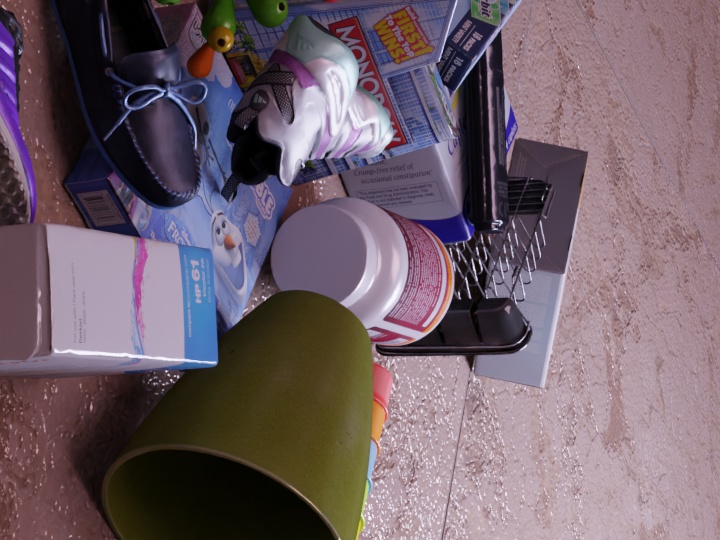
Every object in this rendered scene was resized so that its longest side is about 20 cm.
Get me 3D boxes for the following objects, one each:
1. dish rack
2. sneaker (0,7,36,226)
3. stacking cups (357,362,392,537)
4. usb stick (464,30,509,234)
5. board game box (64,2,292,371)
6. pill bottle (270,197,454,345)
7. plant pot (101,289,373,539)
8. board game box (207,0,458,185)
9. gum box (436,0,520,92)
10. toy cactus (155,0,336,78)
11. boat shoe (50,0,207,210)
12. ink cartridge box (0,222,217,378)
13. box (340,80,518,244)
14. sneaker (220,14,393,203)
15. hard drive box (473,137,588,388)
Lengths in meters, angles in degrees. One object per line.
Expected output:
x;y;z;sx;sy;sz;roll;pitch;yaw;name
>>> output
0.100;-0.009;1.956;0.201;0.152;0.055;-66;145;-42;dish rack
-0.245;-0.120;1.374;0.100;0.069;0.201;-57;136;-55;sneaker
-0.012;0.162;1.817;0.061;0.060;0.201;59;34;-41;stacking cups
0.114;-0.135;1.916;0.055;0.032;0.202;9;78;-71;usb stick
-0.133;-0.064;1.623;0.201;0.043;0.200;62;33;-38;board game box
0.000;0.000;1.782;0.200;0.112;0.114;20;68;-70;pill bottle
-0.067;0.117;1.554;0.188;0.186;0.201;63;36;-37;plant pot
0.004;-0.171;1.737;0.062;0.198;0.201;-87;157;-54;board game box
0.037;-0.263;1.851;0.045;0.199;0.170;-59;177;41;gum box
-0.114;-0.233;1.597;0.165;0.103;0.199;45;41;17;toy cactus
-0.163;-0.141;1.492;0.084;0.068;0.201;-29;93;-48;boat shoe
-0.202;0.023;1.351;0.200;0.143;0.085;7;79;-64;ink cartridge box
0.051;-0.154;1.946;0.201;0.104;0.184;67;31;-31;box
-0.054;-0.102;1.638;0.140;0.078;0.200;-50;154;-6;sneaker
0.169;-0.006;2.109;0.201;0.076;0.157;94;9;-55;hard drive box
